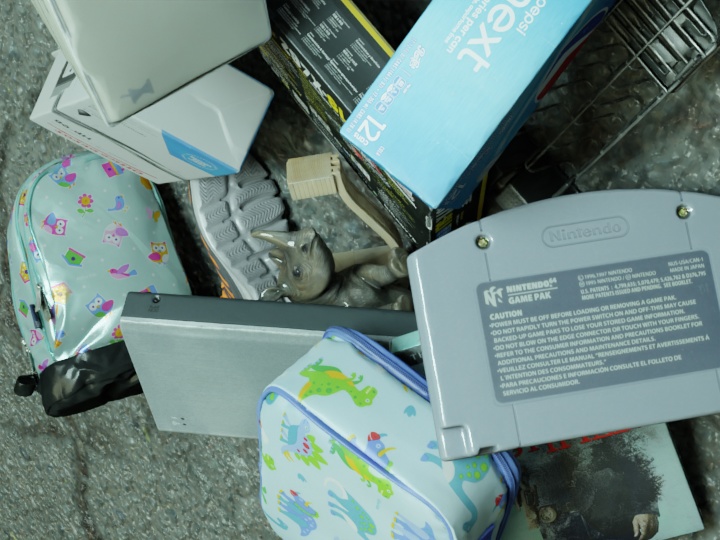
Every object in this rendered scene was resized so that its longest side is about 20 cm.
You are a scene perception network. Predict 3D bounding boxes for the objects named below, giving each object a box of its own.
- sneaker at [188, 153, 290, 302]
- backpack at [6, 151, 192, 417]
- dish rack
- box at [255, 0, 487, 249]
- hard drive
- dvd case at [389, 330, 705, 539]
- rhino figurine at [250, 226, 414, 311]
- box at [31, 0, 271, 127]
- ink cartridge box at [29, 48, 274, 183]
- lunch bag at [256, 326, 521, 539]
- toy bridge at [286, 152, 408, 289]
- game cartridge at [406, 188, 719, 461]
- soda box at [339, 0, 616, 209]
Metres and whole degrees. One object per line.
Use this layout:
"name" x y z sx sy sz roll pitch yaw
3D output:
"sneaker" -0.101 0.003 0.974 0.112 0.077 0.201 -24 86 55
"backpack" -0.214 0.004 1.026 0.126 0.166 0.201 -34 72 56
"dish rack" 0.114 -0.130 0.722 0.154 0.054 0.200 50 134 8
"box" -0.001 -0.107 0.777 0.200 0.049 0.160 51 174 11
"hard drive" -0.051 0.071 0.838 0.198 0.033 0.140 4 142 7
"dvd case" 0.121 0.105 0.780 0.145 0.022 0.201 -18 116 14
"rhino figurine" 0.005 0.025 0.841 0.199 0.060 0.087 31 142 -28
"box" -0.148 -0.204 0.673 0.200 0.109 0.128 54 168 26
"ink cartridge box" -0.161 -0.117 0.895 0.115 0.067 0.200 27 168 -27
"lunch bag" 0.015 0.141 0.773 0.160 0.082 0.201 35 148 22
"toy bridge" 0.000 0.000 0.881 0.067 0.027 0.201 -9 133 5
"game cartridge" 0.130 0.024 0.688 0.042 0.198 0.134 114 147 -76
"soda box" 0.079 -0.129 0.633 0.068 0.064 0.200 39 103 11
